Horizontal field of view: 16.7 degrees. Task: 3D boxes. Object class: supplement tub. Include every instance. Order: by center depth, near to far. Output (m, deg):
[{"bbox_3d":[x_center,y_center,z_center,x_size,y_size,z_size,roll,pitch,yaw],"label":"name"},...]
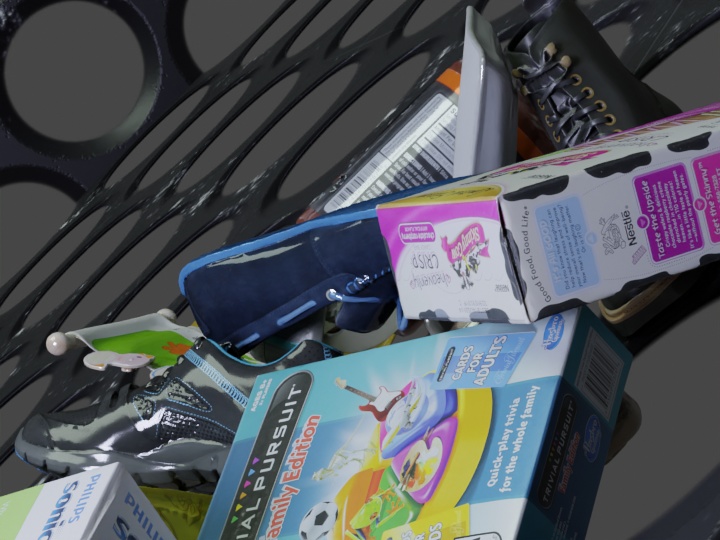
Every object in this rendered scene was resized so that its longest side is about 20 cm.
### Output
[{"bbox_3d":[0.061,-0.060,1.552,0.200,0.107,0.107,-44,12,-3],"label":"supplement tub"}]

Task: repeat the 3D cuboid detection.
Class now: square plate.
[{"bbox_3d":[0.068,-0.039,1.389,0.200,0.028,0.198,-87,-1,-76],"label":"square plate"}]

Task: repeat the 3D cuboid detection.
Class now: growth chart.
[{"bbox_3d":[-0.067,0.052,1.409,0.145,0.200,0.018,-20,-61,-69],"label":"growth chart"}]

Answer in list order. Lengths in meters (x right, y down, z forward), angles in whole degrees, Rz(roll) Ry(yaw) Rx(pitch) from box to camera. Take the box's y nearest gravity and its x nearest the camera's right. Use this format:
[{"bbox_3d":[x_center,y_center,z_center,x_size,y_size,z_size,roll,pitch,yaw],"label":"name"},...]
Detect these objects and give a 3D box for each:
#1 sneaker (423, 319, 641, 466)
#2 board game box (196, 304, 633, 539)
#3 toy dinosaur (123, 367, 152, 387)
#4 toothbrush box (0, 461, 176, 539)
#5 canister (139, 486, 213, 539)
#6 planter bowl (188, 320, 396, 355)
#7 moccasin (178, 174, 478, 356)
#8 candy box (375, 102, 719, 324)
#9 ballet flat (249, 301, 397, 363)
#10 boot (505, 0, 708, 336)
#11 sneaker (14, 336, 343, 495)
[{"bbox_3d":[0.072,0.058,1.201,0.070,0.076,0.200,-45,12,-6],"label":"sneaker"},{"bbox_3d":[0.016,0.103,1.119,0.200,0.047,0.151,-14,43,38],"label":"board game box"},{"bbox_3d":[-0.117,0.113,1.479,0.200,0.086,0.136,-44,-12,21],"label":"toy dinosaur"},{"bbox_3d":[-0.161,0.186,1.098,0.200,0.146,0.086,-18,28,26],"label":"toothbrush box"},{"bbox_3d":[-0.140,0.207,1.259,0.200,0.087,0.148,-43,-28,18],"label":"canister"},{"bbox_3d":[-0.071,0.061,1.627,0.200,0.083,0.200,-42,12,11],"label":"planter bowl"},{"bbox_3d":[0.000,0.000,1.291,0.200,0.068,0.080,-16,4,35],"label":"moccasin"},{"bbox_3d":[0.126,-0.031,1.140,0.200,0.061,0.136,-18,7,-22],"label":"candy box"},{"bbox_3d":[0.012,0.012,1.412,0.064,0.067,0.200,19,30,30],"label":"ballet flat"},{"bbox_3d":[0.120,-0.061,1.289,0.077,0.138,0.200,-37,16,21],"label":"boot"},{"bbox_3d":[-0.092,0.080,1.304,0.200,0.073,0.082,-2,75,25],"label":"sneaker"}]
